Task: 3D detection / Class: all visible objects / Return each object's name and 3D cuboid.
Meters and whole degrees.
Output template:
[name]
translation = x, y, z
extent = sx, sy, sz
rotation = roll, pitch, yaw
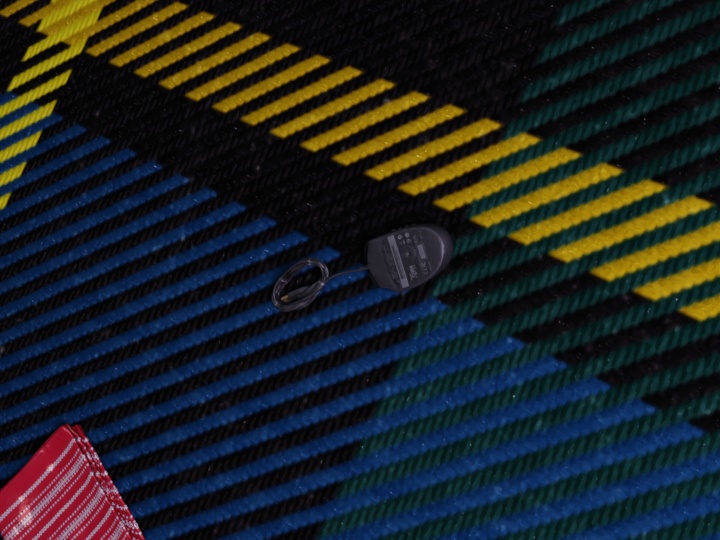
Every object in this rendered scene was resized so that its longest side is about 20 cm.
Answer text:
[towel]
translation = -0.304, 0.282, 0.796
extent = 0.144, 0.022, 0.201
rotation = -43, 69, 7
[computer mouse]
translation = 0.000, 0.000, 0.750
extent = 0.196, 0.034, 0.060
rotation = -15, 91, 21
